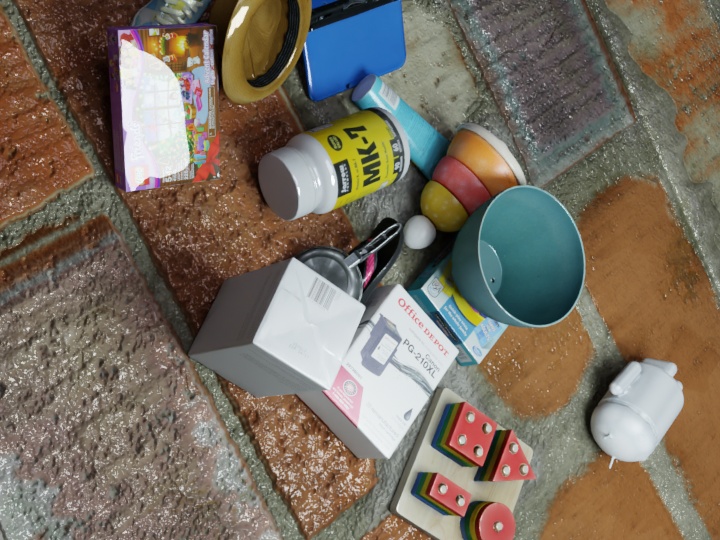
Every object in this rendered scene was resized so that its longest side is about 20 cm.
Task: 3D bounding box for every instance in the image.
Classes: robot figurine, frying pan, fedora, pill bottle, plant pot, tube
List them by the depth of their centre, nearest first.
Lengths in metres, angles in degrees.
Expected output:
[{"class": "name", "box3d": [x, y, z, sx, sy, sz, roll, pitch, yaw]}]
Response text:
[{"class": "fedora", "box3d": [-0.145, -0.323, 1.396, 0.081, 0.202, 0.201, 31, 57, 22]}, {"class": "frying pan", "box3d": [-0.018, 0.010, 1.441, 0.188, 0.031, 0.116, -17, 78, 0]}, {"class": "pill bottle", "box3d": [-0.037, -0.147, 1.463, 0.199, 0.114, 0.115, -27, 96, -33]}, {"class": "plant pot", "box3d": [0.209, -0.010, 1.529, 0.198, 0.134, 0.203, 7, 77, -31]}, {"class": "tube", "box3d": [0.071, -0.214, 1.588, 0.200, 0.050, 0.078, 40, 74, -28]}, {"class": "robot figurine", "box3d": [0.452, 0.231, 1.714, 0.200, 0.112, 0.171, -44, 119, -31]}]

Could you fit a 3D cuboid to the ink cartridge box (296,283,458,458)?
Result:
[{"class": "ink cartridge box", "box3d": [0.025, 0.140, 1.468, 0.145, 0.084, 0.201, 47, 60, -18]}]

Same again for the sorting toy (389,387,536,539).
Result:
[{"class": "sorting toy", "box3d": [0.169, 0.307, 1.541, 0.198, 0.069, 0.201, 36, 64, -23]}]

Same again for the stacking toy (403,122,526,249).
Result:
[{"class": "stacking toy", "box3d": [0.137, -0.110, 1.575, 0.200, 0.146, 0.147, -42, 105, -10]}]

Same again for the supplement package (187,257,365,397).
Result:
[{"class": "supplement package", "box3d": [-0.110, 0.077, 1.321, 0.121, 0.199, 0.121, 34, 65, -24]}]

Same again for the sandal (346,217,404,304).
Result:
[{"class": "sandal", "box3d": [0.000, 0.000, 1.483, 0.045, 0.075, 0.201, 43, 64, -28]}]

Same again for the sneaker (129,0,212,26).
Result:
[{"class": "sneaker", "box3d": [-0.233, -0.350, 1.356, 0.079, 0.130, 0.202, 31, 65, -16]}]

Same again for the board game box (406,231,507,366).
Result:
[{"class": "board game box", "box3d": [0.179, 0.022, 1.613, 0.151, 0.047, 0.200, 51, 59, -15]}]

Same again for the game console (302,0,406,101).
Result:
[{"class": "game console", "box3d": [-0.038, -0.373, 1.559, 0.199, 0.119, 0.171, -27, 66, -34]}]

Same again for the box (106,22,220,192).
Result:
[{"class": "box", "box3d": [-0.247, -0.209, 1.334, 0.136, 0.039, 0.202, -12, 113, -33]}]
